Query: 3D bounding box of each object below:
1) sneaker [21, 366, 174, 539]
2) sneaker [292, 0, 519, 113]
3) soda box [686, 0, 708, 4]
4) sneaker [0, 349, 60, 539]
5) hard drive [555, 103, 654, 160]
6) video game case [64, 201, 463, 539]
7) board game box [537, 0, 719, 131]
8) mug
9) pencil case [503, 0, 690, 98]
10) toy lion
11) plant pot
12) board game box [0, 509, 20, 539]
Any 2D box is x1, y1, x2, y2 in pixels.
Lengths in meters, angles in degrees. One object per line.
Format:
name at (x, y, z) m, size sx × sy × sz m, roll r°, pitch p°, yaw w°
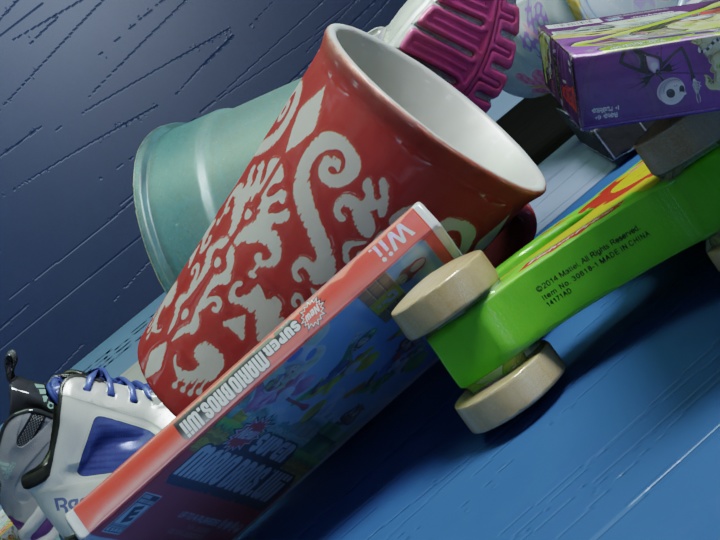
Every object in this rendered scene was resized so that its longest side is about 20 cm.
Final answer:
sneaker at (-0.133, 0.092, 0.860) m, size 0.199 × 0.115 × 0.081 m, roll -40°, pitch 9°, yaw -10°
sneaker at (0.007, -0.102, 0.796) m, size 0.200 × 0.081 × 0.088 m, roll -49°, pitch 42°, yaw 10°
soda box at (0.251, -0.152, 0.681) m, size 0.068 × 0.063 × 0.200 m, roll -41°, pitch 8°, yaw -28°
sneaker at (-0.196, 0.104, 0.981) m, size 0.200 × 0.140 × 0.078 m, roll -38°, pitch 7°, yaw 6°
hard drive at (0.224, -0.149, 0.890) m, size 0.200 × 0.038 × 0.140 m, roll -37°, pitch 8°, yaw 6°
video game case at (-0.028, 0.061, 0.633) m, size 0.200 × 0.017 × 0.143 m, roll -42°, pitch -22°, yaw 1°
board game box at (0.165, -0.082, 0.464) m, size 0.200 × 0.032 × 0.120 m, roll -8°, pitch 10°, yaw 5°
mug at (-0.001, 0.004, 0.715) m, size 0.200 × 0.177 × 0.133 m, roll -52°, pitch 21°, yaw 17°
pencil case at (0.143, -0.172, 0.929) m, size 0.200 × 0.091 × 0.083 m, roll 167°, pitch 113°, yaw -76°
toy lion at (0.129, -0.030, 0.592) m, size 0.200 × 0.069 × 0.192 m, roll -35°, pitch 2°, yaw 27°
plant pot at (-0.017, -0.054, 0.944) m, size 0.196 × 0.200 × 0.200 m, roll -27°, pitch 12°, yaw 24°
board game box at (-0.325, 0.258, 1.083) m, size 0.200 × 0.034 × 0.134 m, roll -44°, pitch 9°, yaw -34°
